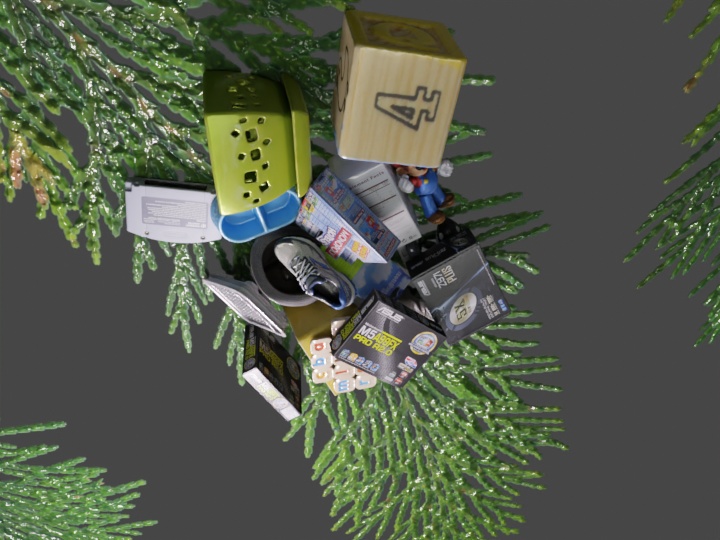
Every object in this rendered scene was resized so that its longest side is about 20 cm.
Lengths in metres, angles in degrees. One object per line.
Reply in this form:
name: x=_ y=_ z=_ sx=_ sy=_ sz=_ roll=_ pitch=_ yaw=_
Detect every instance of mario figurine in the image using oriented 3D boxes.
mario figurine: x=0.136 y=-0.189 z=1.303 sx=0.105 sy=0.125 sz=0.201 roll=-25 pitch=127 yaw=18

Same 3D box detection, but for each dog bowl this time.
dog bowl: x=-0.210 y=-0.124 z=1.323 sx=0.197 sy=0.050 sz=0.113 roll=-21 pitch=133 yaw=-5

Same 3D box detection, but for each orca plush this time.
orca plush: x=0.216 y=-0.022 z=1.471 sx=0.103 sy=0.072 sz=0.203 roll=-7 pitch=128 yaw=-3

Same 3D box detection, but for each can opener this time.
can opener: x=0.138 y=0.006 z=1.485 sx=0.053 sy=0.067 sz=0.201 roll=-21 pitch=127 yaw=10

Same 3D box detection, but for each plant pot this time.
plant pot: x=-0.054 y=0.121 z=1.476 sx=0.175 sy=0.201 sz=0.201 roll=-32 pitch=127 yaw=-2
plant pot: x=-0.185 y=-0.242 z=1.173 sx=0.178 sy=0.200 sz=0.203 roll=-7 pitch=128 yaw=-10

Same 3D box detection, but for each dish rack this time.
dish rack: x=-0.250 y=0.068 z=1.426 sx=0.172 sy=0.198 sz=0.044 roll=48 pitch=67 yaw=-34

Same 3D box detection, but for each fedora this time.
fedora: x=-0.158 y=0.000 z=1.392 sx=0.198 sy=0.179 sz=0.090 roll=-18 pitch=171 yaw=-33

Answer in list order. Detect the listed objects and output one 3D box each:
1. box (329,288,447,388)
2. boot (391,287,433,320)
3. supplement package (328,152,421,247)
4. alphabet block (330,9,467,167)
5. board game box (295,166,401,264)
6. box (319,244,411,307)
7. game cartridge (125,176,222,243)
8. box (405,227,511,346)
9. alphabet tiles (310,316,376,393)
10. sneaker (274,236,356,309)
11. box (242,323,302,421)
box: x=0.058 y=0.147 z=1.341 sx=0.198 sy=0.045 sz=0.161 roll=29 pitch=111 yaw=-31
boot: x=0.135 y=0.072 z=1.509 sx=0.128 sy=0.068 sz=0.202 roll=3 pitch=140 yaw=22
supplement package: x=0.030 y=-0.150 z=1.318 sx=0.116 sy=0.118 sz=0.201 roll=-23 pitch=127 yaw=12
alphabet block: x=0.058 y=-0.324 z=1.143 sx=0.192 sy=0.197 sz=0.203 roll=2 pitch=127 yaw=-12
board game box: x=-0.029 y=-0.076 z=1.260 sx=0.199 sy=0.062 sz=0.200 roll=37 pitch=152 yaw=-1
box: x=0.000 y=0.000 z=1.383 sx=0.199 sy=0.122 sz=0.048 roll=41 pitch=152 yaw=-4
game cartridge: x=-0.384 y=-0.121 z=1.334 sx=0.196 sy=0.042 sz=0.135 roll=5 pitch=131 yaw=-12
box: x=0.215 y=0.038 z=1.409 sx=0.162 sy=0.086 sz=0.202 roll=-28 pitch=116 yaw=7
alphabet tiles: x=-0.013 y=0.180 z=1.388 sx=0.192 sy=0.015 sz=0.203 roll=-9 pitch=125 yaw=-12
sneaker: x=-0.094 y=0.005 z=1.297 sx=0.199 sy=0.085 sz=0.077 roll=36 pitch=111 yaw=-1
box: x=-0.211 y=0.243 z=1.558 sx=0.044 sy=0.162 sz=0.201 roll=-25 pitch=126 yaw=14
